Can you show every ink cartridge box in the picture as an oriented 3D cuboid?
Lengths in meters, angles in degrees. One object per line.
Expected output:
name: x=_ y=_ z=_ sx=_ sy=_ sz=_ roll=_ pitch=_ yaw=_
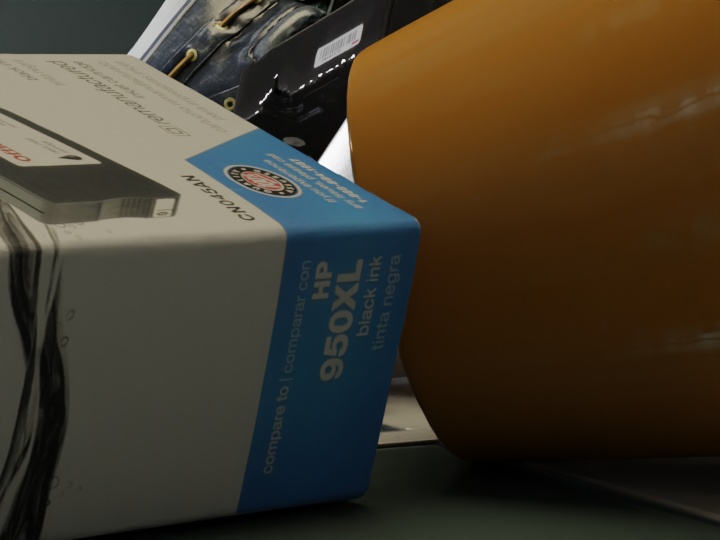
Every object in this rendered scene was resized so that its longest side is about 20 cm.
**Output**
ink cartridge box: x=-0.108 y=0.004 z=0.589 sx=0.199 sy=0.085 sz=0.144 roll=-4 pitch=25 yaw=-40

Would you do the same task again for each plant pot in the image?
plant pot: x=0.101 y=-0.027 z=0.661 sx=0.182 sy=0.201 sz=0.200 roll=-14 pitch=2 yaw=13

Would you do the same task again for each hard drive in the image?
hard drive: x=0.061 y=-0.061 z=1.020 sx=0.199 sy=0.038 sz=0.140 roll=21 pitch=-21 yaw=-24

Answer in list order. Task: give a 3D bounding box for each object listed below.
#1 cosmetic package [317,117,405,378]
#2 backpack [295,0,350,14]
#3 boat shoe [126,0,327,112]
cosmetic package: x=0.071 y=-0.020 z=0.886 sx=0.199 sy=0.102 sz=0.074 roll=-1 pitch=49 yaw=-42
backpack: x=-0.024 y=-0.128 z=1.422 sx=0.150 sy=0.201 sz=0.178 roll=8 pitch=-18 yaw=28
boat shoe: x=-0.099 y=-0.080 z=1.291 sx=0.091 sy=0.201 sz=0.071 roll=26 pitch=-11 yaw=34
